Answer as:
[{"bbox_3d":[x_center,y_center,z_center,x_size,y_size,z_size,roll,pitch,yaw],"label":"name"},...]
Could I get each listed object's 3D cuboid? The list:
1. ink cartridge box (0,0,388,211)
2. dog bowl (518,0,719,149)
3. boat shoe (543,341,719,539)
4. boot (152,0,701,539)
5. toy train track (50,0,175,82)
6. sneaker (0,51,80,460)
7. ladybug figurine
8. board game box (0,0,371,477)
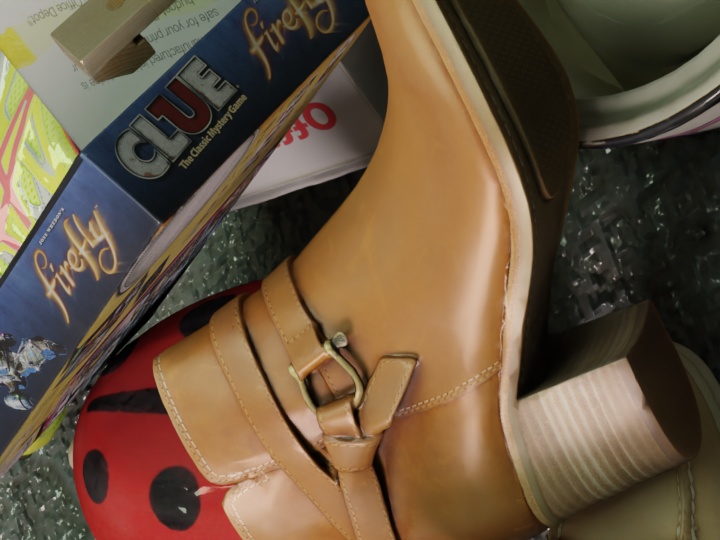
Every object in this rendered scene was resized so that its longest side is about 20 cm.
[{"bbox_3d":[-0.073,-0.125,1.016,0.145,0.200,0.084,-15,30,44],"label":"ink cartridge box"},{"bbox_3d":[0.100,-0.135,0.924,0.199,0.073,0.202,-8,79,45],"label":"dog bowl"},{"bbox_3d":[0.084,0.121,0.913,0.073,0.069,0.202,-10,78,45],"label":"boat shoe"},{"bbox_3d":[0.000,0.000,0.889,0.154,0.074,0.201,-20,96,24],"label":"boot"},{"bbox_3d":[-0.013,-0.128,0.914,0.200,0.033,0.115,-42,42,-7],"label":"toy train track"},{"bbox_3d":[-0.119,-0.022,1.136,0.090,0.078,0.202,10,92,44],"label":"sneaker"},{"bbox_3d":[-0.027,0.059,1.003,0.199,0.072,0.137,-8,61,30],"label":"ladybug figurine"},{"bbox_3d":[-0.080,-0.009,0.959,0.035,0.136,0.200,40,137,1],"label":"board game box"}]
